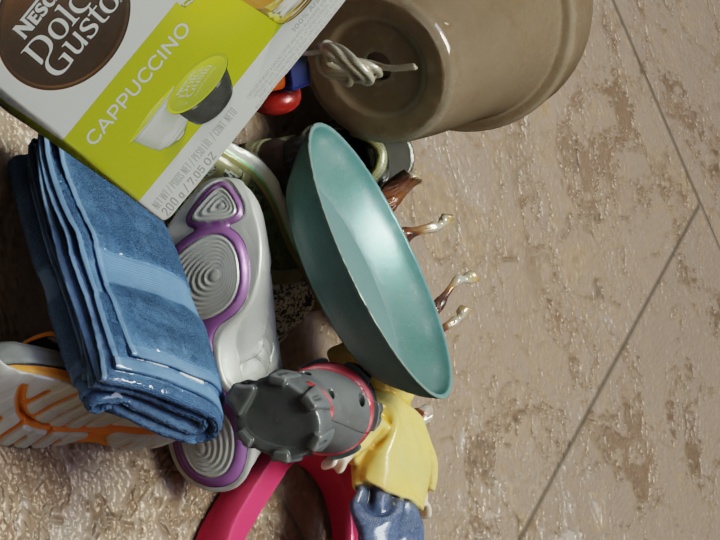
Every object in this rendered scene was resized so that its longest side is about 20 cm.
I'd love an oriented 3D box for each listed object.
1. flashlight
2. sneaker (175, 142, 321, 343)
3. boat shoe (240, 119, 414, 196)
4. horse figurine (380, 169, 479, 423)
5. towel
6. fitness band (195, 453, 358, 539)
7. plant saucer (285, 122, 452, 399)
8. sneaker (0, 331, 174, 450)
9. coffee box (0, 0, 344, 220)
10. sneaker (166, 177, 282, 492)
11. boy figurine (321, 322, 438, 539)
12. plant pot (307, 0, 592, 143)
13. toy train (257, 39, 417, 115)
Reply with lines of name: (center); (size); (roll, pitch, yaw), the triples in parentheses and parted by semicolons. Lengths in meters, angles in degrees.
flashlight: (-0.030, 0.090, 1.652); (0.200, 0.068, 0.068); (-5, 77, -83)
sneaker: (-0.088, -0.018, 1.754); (0.200, 0.077, 0.089); (48, 60, -33)
boat shoe: (-0.010, -0.073, 1.883); (0.201, 0.066, 0.072); (-9, 88, -57)
horse figurine: (0.027, 0.018, 1.911); (0.133, 0.050, 0.200); (-45, 134, -28)
towel: (-0.142, 0.008, 1.587); (0.112, 0.049, 0.200); (24, 33, -44)
fitness band: (-0.049, 0.197, 1.781); (0.144, 0.037, 0.200); (60, 36, -23)
plant saucer: (0.000, 0.000, 1.754); (0.200, 0.036, 0.200); (59, 14, -24)
sneaker: (-0.171, 0.061, 1.604); (0.200, 0.078, 0.077); (15, 55, -58)
coffee box: (-0.157, -0.186, 1.496); (0.200, 0.200, 0.198); (-52, 134, -3)
sneaker: (-0.090, 0.037, 1.722); (0.100, 0.075, 0.201); (-30, 124, -73)
boy figurine: (0.010, 0.128, 1.804); (0.124, 0.064, 0.201); (24, 55, -54)
plant pot: (0.043, -0.170, 1.865); (0.175, 0.200, 0.201); (-46, 120, -54)
toy train: (-0.079, -0.125, 1.675); (0.116, 0.200, 0.085); (-37, 129, -46)
